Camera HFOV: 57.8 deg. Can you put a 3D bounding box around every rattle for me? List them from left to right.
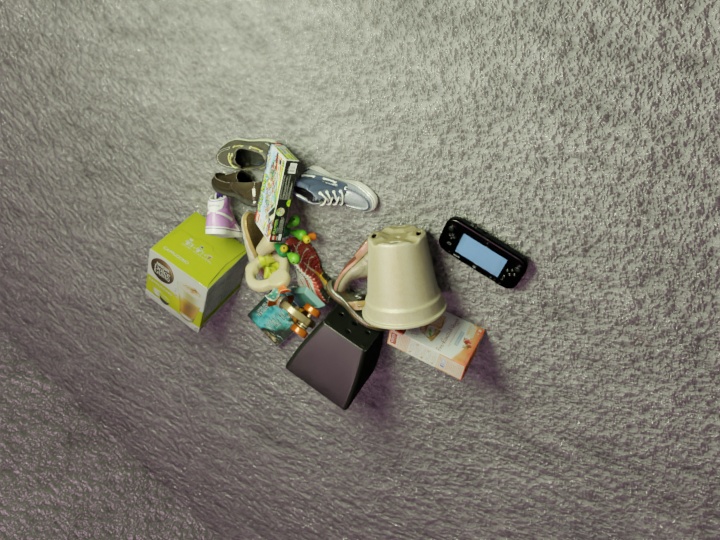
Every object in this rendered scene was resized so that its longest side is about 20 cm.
[{"bbox_3d":[-0.212,0.048,1.691,0.200,0.129,0.145,40,148,43],"label":"rattle"}]

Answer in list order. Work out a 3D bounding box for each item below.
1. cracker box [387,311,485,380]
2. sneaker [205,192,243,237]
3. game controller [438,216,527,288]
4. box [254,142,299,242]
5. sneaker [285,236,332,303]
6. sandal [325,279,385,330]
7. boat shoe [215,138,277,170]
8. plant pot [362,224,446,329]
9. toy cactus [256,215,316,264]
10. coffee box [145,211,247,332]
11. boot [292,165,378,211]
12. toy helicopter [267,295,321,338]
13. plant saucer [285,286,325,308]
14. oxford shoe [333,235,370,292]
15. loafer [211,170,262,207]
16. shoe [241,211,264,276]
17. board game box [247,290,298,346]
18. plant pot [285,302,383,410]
[{"bbox_3d":[0.180,0.157,1.551,0.197,0.134,0.058,24,134,17],"label":"cracker box"},{"bbox_3d":[-0.350,-0.145,1.707,0.071,0.200,0.117,-1,88,2],"label":"sneaker"},{"bbox_3d":[0.263,-0.038,1.410,0.198,0.042,0.105,33,136,10],"label":"game controller"},{"bbox_3d":[-0.197,-0.181,1.515,0.110,0.034,0.203,47,129,48],"label":"box"},{"bbox_3d":[-0.145,0.006,1.704,0.081,0.078,0.202,-9,117,40],"label":"sneaker"},{"bbox_3d":[-0.001,0.082,1.679,0.199,0.082,0.055,42,115,10],"label":"sandal"},{"bbox_3d":[-0.287,-0.281,1.592,0.198,0.061,0.073,0,122,35],"label":"boat shoe"},{"bbox_3d":[0.092,0.004,1.475,0.197,0.200,0.187,6,115,31],"label":"plant pot"},{"bbox_3d":[-0.198,-0.093,1.624,0.164,0.101,0.203,-36,72,36],"label":"toy cactus"},{"bbox_3d":[-0.459,0.002,1.832,0.198,0.200,0.199,33,136,7],"label":"coffee box"},{"bbox_3d":[-0.063,-0.170,1.500,0.197,0.090,0.074,23,134,19],"label":"boot"},{"bbox_3d":[-0.173,0.111,1.725,0.131,0.080,0.200,33,175,3],"label":"toy helicopter"},{"bbox_3d":[-0.152,0.074,1.735,0.070,0.019,0.199,46,164,-14],"label":"plant saucer"},{"bbox_3d":[0.000,0.000,1.597,0.073,0.071,0.200,37,132,-3],"label":"oxford shoe"},{"bbox_3d":[-0.300,-0.218,1.638,0.198,0.072,0.073,24,114,35],"label":"loafer"},{"bbox_3d":[-0.289,-0.066,1.754,0.052,0.070,0.203,3,127,22],"label":"shoe"},{"bbox_3d":[-0.238,0.131,1.901,0.135,0.028,0.200,46,136,-3],"label":"board game box"},{"bbox_3d":[-0.046,0.201,1.715,0.198,0.200,0.179,34,125,7],"label":"plant pot"}]
